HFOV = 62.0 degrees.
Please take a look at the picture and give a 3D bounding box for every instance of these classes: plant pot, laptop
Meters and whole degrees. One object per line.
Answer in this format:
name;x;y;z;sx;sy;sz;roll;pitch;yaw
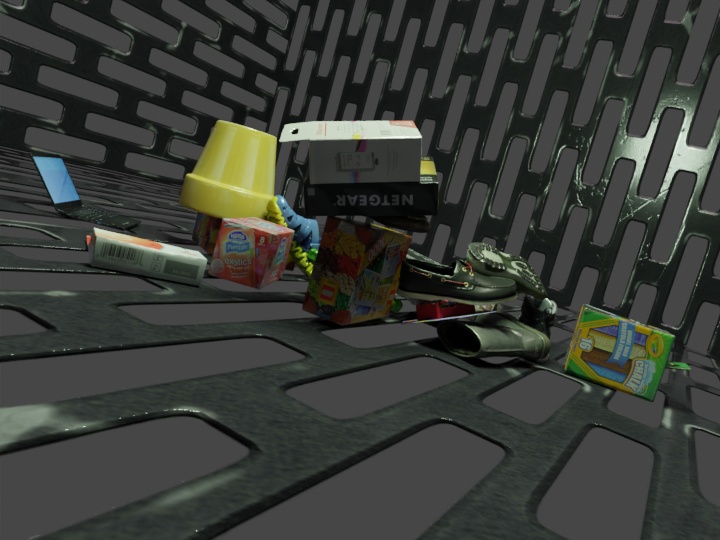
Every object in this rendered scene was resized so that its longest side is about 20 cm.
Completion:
plant pot;-0.262;-0.206;1.263;0.199;0.191;0.201;16;7;-2
laptop;-0.558;-0.163;1.237;0.198;0.104;0.177;15;7;-11

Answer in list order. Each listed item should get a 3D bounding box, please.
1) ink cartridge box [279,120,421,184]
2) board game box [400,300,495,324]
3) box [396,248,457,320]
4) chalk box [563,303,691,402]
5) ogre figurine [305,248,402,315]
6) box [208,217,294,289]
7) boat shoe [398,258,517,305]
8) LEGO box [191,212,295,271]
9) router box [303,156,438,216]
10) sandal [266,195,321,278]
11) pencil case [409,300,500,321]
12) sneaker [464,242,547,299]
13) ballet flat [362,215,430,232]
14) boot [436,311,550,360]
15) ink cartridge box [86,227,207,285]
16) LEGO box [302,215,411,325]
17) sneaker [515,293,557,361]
ink cartridge box;-0.015;-0.175;0.880;0.198;0.068;0.117;-1;25;-2
board game box;0.147;0.062;1.036;0.156;0.039;0.200;-8;-4;7
box;0.114;0.023;1.178;0.157;0.050;0.200;29;-12;28
chalk box;0.488;0.153;1.093;0.199;0.125;0.125;19;6;18
ogre figurine;-0.015;0.011;1.152;0.198;0.099;0.120;11;13;-9
box;-0.191;-0.037;1.089;0.094;0.104;0.200;16;5;2
boat shoe;0.163;0.017;0.996;0.199;0.064;0.074;6;16;3
LEGO box;-0.251;-0.069;1.319;0.199;0.078;0.149;13;8;-31
router box;0.019;-0.134;0.934;0.198;0.053;0.158;0;25;3
sandal;-0.126;-0.080;1.249;0.079;0.087;0.201;36;-19;49
pencil case;0.206;0.068;1.319;0.198;0.090;0.078;18;35;21
sneaker;0.252;0.017;1.089;0.199;0.089;0.077;22;37;-25
ballet flat;0.045;-0.097;0.958;0.067;0.047;0.200;11;10;-32
boot;0.206;0.112;1.035;0.199;0.073;0.181;0;7;-35
ink cartridge box;-0.340;-0.035;0.943;0.161;0.051;0.200;13;10;-28
LEGO box;0.000;0.000;0.979;0.077;0.150;0.200;19;7;21
sneaker;0.329;0.100;1.175;0.075;0.115;0.200;16;6;-6
